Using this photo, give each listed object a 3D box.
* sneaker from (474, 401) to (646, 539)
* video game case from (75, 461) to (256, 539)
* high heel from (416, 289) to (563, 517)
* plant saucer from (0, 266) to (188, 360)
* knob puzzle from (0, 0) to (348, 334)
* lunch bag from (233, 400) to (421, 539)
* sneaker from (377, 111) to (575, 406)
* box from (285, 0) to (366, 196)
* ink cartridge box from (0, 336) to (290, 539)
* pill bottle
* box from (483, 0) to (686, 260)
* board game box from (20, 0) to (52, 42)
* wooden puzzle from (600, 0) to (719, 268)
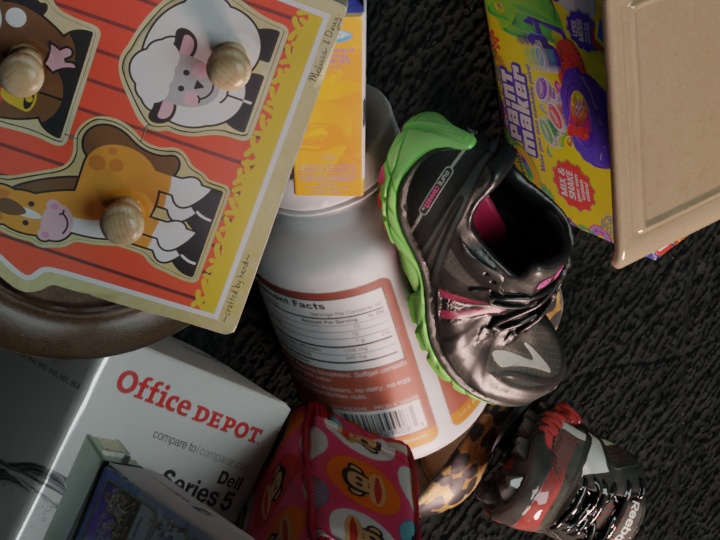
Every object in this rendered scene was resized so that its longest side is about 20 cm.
[{"bbox_3d":[0.129,0.133,1.408,0.071,0.098,0.200,-55,171,8],"label":"sneaker"},{"bbox_3d":[-0.091,0.220,1.095,0.045,0.181,0.201,17,98,-49],"label":"video game case"},{"bbox_3d":[0.056,0.055,1.370,0.143,0.071,0.200,-46,145,-29],"label":"high heel"},{"bbox_3d":[-0.131,-0.054,1.082,0.199,0.032,0.201,-2,98,-13],"label":"plant saucer"},{"bbox_3d":[-0.126,-0.070,1.009,0.030,0.219,0.221,-84,171,-60],"label":"knob puzzle"},{"bbox_3d":[-0.040,0.183,1.205,0.082,0.200,0.177,26,114,-14],"label":"lunch bag"},{"bbox_3d":[0.071,0.005,1.188,0.077,0.083,0.200,-59,142,-28],"label":"sneaker"},{"bbox_3d":[-0.016,-0.132,1.091,0.200,0.041,0.120,86,3,-65],"label":"box"},{"bbox_3d":[-0.146,0.126,1.190,0.145,0.084,0.201,26,90,-48],"label":"ink cartridge box"},{"bbox_3d":[0.000,0.000,1.258,0.112,0.112,0.201,-39,133,-25],"label":"pill bottle"},{"bbox_3d":[0.183,-0.151,1.367,0.192,0.122,0.201,-34,130,-28],"label":"box"},{"bbox_3d":[-0.137,-0.225,1.022,0.151,0.037,0.201,-38,112,-27],"label":"board game box"},{"bbox_3d":[0.207,-0.115,1.285,0.184,0.037,0.201,-25,131,-25],"label":"wooden puzzle"}]
